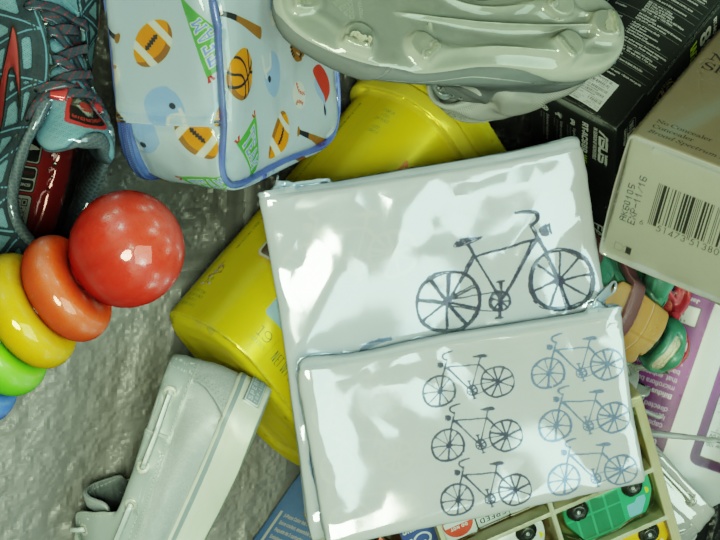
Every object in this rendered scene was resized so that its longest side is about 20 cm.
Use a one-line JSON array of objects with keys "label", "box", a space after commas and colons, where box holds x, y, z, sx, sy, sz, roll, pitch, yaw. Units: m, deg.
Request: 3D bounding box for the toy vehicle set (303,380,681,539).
[{"label": "toy vehicle set", "box": [0.079, 0.153, 1.168, 0.199, 0.027, 0.125, -23, 117, -5]}]

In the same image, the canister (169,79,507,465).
[{"label": "canister", "box": [0.000, 0.000, 1.179, 0.200, 0.086, 0.149, -50, 129, -18]}]

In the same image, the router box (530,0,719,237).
[{"label": "router box", "box": [0.169, -0.091, 1.260, 0.150, 0.062, 0.200, -50, 157, -23]}]

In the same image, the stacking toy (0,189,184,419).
[{"label": "stacking toy", "box": [-0.168, 0.029, 0.969, 0.199, 0.086, 0.085, -31, 131, 17]}]

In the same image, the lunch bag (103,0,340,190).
[{"label": "lunch bag", "box": [-0.067, -0.142, 1.073, 0.160, 0.075, 0.201, -34, 127, -59]}]

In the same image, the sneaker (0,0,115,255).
[{"label": "sneaker", "box": [-0.148, -0.085, 1.019, 0.079, 0.095, 0.201, -2, 103, -41]}]

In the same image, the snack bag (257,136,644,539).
[{"label": "snack bag", "box": [0.051, 0.036, 1.106, 0.187, 0.021, 0.201, -9, 99, -7]}]

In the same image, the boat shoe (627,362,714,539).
[{"label": "boat shoe", "box": [0.152, 0.081, 1.280, 0.086, 0.075, 0.202, -36, 83, -3]}]

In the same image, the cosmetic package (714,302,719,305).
[{"label": "cosmetic package", "box": [0.263, -0.083, 1.294, 0.200, 0.073, 0.104, -52, 158, -21]}]

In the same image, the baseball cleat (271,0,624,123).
[{"label": "baseball cleat", "box": [0.038, -0.111, 1.084, 0.199, 0.106, 0.070, 5, 65, -21]}]

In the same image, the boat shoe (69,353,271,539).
[{"label": "boat shoe", "box": [-0.117, 0.133, 1.121, 0.071, 0.070, 0.202, 27, 108, 0]}]

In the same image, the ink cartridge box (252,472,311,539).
[{"label": "ink cartridge box", "box": [0.027, 0.154, 1.250, 0.200, 0.076, 0.137, -55, 130, -18]}]

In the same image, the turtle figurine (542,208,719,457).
[{"label": "turtle figurine", "box": [0.151, 0.030, 1.203, 0.199, 0.101, 0.150, 25, 89, -37]}]

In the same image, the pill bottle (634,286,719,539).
[{"label": "pill bottle", "box": [0.205, 0.087, 1.363, 0.112, 0.112, 0.201, 20, 88, -42]}]

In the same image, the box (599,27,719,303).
[{"label": "box", "box": [0.213, -0.068, 1.138, 0.200, 0.095, 0.078, -48, 154, -51]}]
